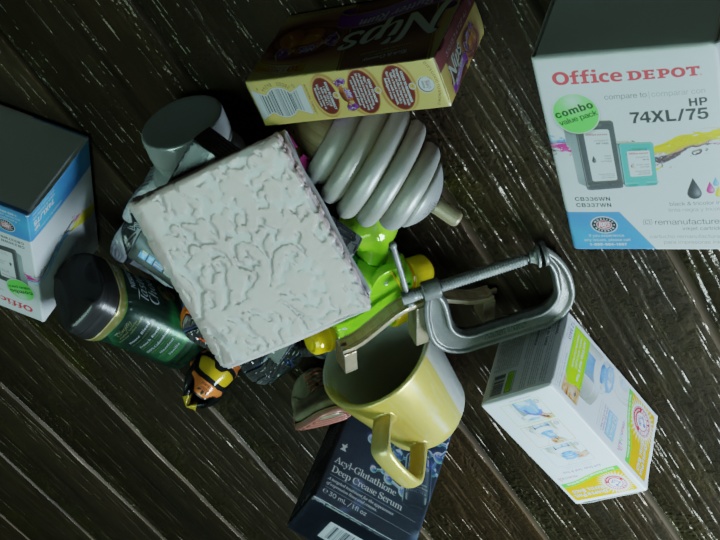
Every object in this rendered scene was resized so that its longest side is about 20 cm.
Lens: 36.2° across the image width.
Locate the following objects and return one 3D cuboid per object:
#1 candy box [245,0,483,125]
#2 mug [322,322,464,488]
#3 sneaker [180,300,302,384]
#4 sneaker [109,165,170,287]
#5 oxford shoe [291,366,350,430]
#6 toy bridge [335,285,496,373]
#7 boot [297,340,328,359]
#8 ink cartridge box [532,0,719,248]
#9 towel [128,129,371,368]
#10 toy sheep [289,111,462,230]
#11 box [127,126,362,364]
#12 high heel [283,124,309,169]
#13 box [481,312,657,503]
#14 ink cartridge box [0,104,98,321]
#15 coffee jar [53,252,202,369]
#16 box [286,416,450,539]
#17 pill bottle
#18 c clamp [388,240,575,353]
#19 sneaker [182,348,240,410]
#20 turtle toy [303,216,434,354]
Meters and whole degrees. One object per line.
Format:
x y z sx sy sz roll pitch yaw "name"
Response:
0.004 -0.197 1.024 0.197 0.117 0.057 -2 133 30 "candy box"
0.045 0.158 1.345 0.148 0.188 0.153 12 151 44 "mug"
-0.141 0.068 1.326 0.075 0.079 0.200 -36 134 12 "sneaker"
-0.232 -0.049 1.344 0.114 0.076 0.200 31 145 -7 "sneaker"
-0.061 0.164 1.425 0.070 0.075 0.200 -10 176 -16 "oxford shoe"
0.066 0.053 1.239 0.197 0.027 0.068 -19 137 -14 "toy bridge"
-0.118 0.062 1.404 0.172 0.070 0.201 -8 129 36 "boot"
0.244 -0.141 0.923 0.145 0.147 0.202 0 133 27 "ink cartridge box"
-0.109 -0.017 1.095 0.189 0.032 0.202 -22 106 22 "towel"
0.017 -0.106 1.094 0.198 0.139 0.138 27 140 -5 "toy sheep"
-0.120 -0.024 1.140 0.199 0.050 0.158 36 117 -2 "box"
-0.066 -0.054 1.189 0.095 0.067 0.203 24 103 33 "high heel"
0.248 0.164 1.284 0.101 0.113 0.200 -22 121 40 "box"
-0.426 -0.071 1.362 0.145 0.147 0.201 19 140 8 "ink cartridge box"
-0.292 0.052 1.396 0.085 0.105 0.199 -44 142 16 "coffee jar"
0.016 0.272 1.453 0.147 0.201 0.107 29 139 -6 "box"
-0.164 -0.086 1.234 0.111 0.114 0.202 2 136 25 "pill bottle"
0.138 0.021 1.196 0.197 0.027 0.173 -13 127 -3 "c clamp"
-0.215 0.150 1.497 0.070 0.090 0.200 39 158 -4 "sneaker"
0.000 0.000 1.237 0.102 0.144 0.201 57 147 24 "turtle toy"
